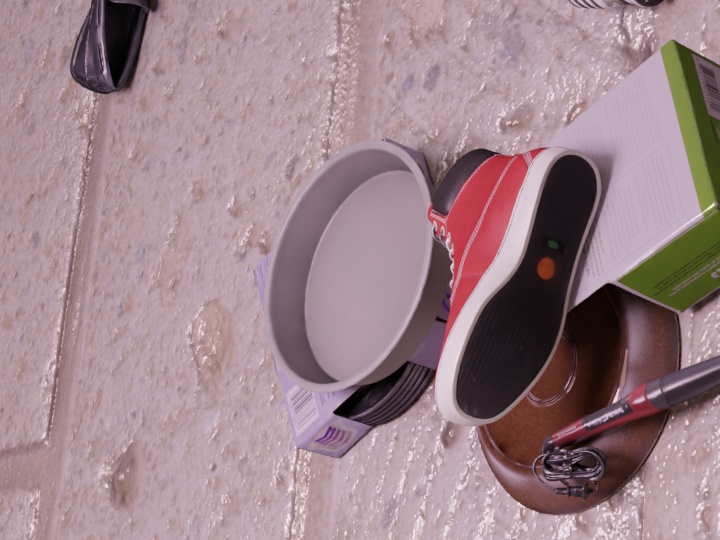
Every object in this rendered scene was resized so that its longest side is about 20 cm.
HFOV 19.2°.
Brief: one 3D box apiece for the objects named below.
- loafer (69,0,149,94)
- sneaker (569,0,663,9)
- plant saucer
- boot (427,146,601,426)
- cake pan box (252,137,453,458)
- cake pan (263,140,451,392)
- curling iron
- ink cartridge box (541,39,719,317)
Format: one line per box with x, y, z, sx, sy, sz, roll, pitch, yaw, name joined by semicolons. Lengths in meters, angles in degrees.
-0.237;-0.276;2.135;0.070;0.068;0.202;16;93;46;loafer
0.184;-0.292;1.587;0.115;0.075;0.202;0;77;50;sneaker
0.144;0.073;1.520;0.200;0.032;0.202;-27;54;44;plant saucer
0.079;0.009;1.470;0.144;0.072;0.201;5;69;58;boot
0.000;0.025;1.710;0.184;0.052;0.201;-47;43;32;cake pan box
0.000;0.000;1.648;0.200;0.037;0.202;-24;58;44;cake pan
0.201;0.094;1.421;0.199;0.026;0.050;-34;83;23;curling iron
0.184;-0.039;1.472;0.200;0.075;0.149;-39;44;36;ink cartridge box
